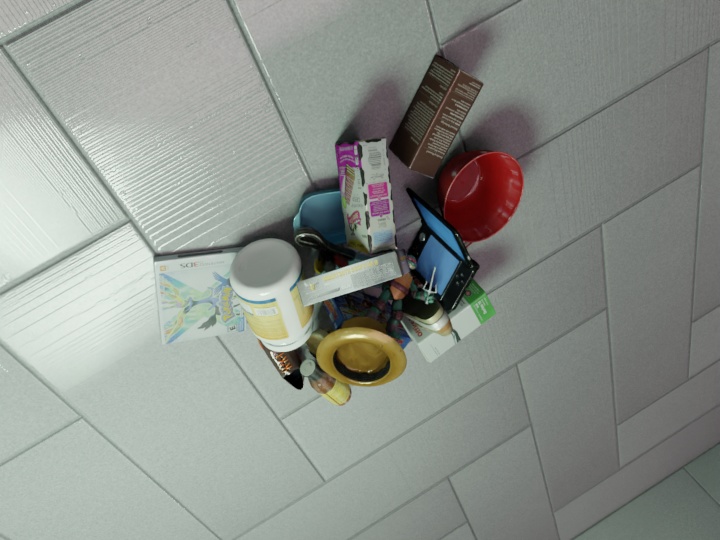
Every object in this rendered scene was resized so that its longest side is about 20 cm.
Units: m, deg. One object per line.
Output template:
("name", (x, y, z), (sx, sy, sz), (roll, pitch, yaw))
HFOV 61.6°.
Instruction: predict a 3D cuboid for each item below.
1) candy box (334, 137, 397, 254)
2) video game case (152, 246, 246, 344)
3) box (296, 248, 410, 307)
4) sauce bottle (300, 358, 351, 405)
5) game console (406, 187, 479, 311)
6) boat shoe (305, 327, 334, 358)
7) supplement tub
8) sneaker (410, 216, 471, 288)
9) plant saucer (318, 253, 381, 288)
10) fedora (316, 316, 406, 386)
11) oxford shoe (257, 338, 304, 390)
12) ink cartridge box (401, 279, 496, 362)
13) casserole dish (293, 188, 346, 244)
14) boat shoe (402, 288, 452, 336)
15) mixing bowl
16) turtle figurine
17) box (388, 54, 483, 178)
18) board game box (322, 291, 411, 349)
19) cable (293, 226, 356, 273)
("candy box", (0.009, -0.141, 1.136), (0.060, 0.136, 0.205), (-11, 102, -19))
("video game case", (-0.320, 0.053, 1.224), (0.178, 0.022, 0.204), (-8, 125, -22))
("box", (-0.009, 0.011, 1.158), (0.196, 0.158, 0.049), (-18, 90, 12))
("sauce bottle", (-0.082, 0.265, 1.442), (0.065, 0.066, 0.201), (-34, 144, 0))
("game console", (0.145, -0.044, 1.269), (0.114, 0.201, 0.179), (10, 116, -36))
("boat shoe", (-0.078, 0.158, 1.344), (0.065, 0.072, 0.201), (-51, 170, -16))
("supplement tub", (-0.171, 0.054, 1.211), (0.142, 0.146, 0.203), (-22, 138, -10))
("sneaker", (0.190, -0.029, 1.391), (0.200, 0.078, 0.082), (-43, 140, 13))
("plant saucer", (0.000, 0.000, 1.353), (0.197, 0.019, 0.071), (13, 116, -34))
("fedora", (0.005, 0.155, 1.221), (0.195, 0.083, 0.203), (4, 138, 4))
("oxford shoe", (-0.172, 0.192, 1.362), (0.070, 0.073, 0.202), (-31, 130, -2))
("ink cartridge box", (0.197, 0.098, 1.436), (0.198, 0.147, 0.083), (-37, 129, 1))
("casserole dish", (-0.048, -0.115, 1.235), (0.195, 0.039, 0.124), (-11, 126, -21))
("boat shoe", (0.145, 0.098, 1.354), (0.075, 0.200, 0.069), (-41, 109, -1))
("mixing bowl", (0.238, -0.176, 1.288), (0.196, 0.109, 0.204), (-14, 126, -19))
("turtle figurine", (0.085, 0.035, 1.282), (0.147, 0.101, 0.204), (27, 83, -9))
("box", (0.143, -0.295, 1.165), (0.074, 0.101, 0.202), (15, 115, -34))
("board game box", (0.009, 0.099, 1.349), (0.197, 0.136, 0.035), (20, 116, -35))
("cable", (-0.066, -0.033, 1.204), (0.095, 0.052, 0.200), (-6, 164, 11))
